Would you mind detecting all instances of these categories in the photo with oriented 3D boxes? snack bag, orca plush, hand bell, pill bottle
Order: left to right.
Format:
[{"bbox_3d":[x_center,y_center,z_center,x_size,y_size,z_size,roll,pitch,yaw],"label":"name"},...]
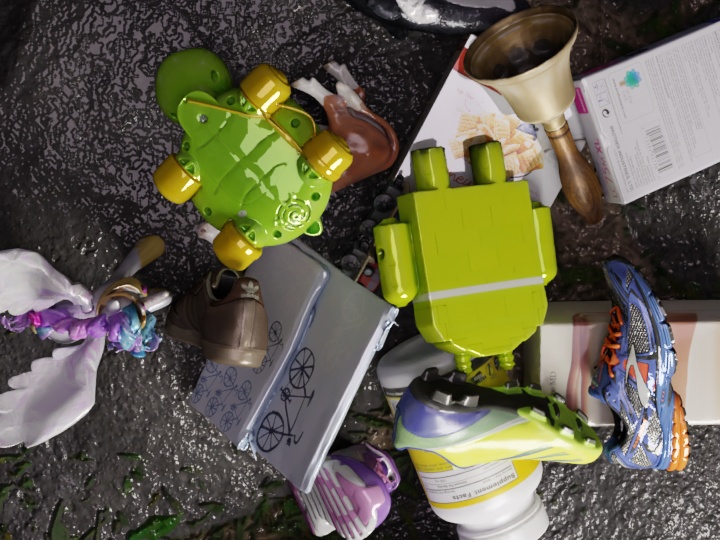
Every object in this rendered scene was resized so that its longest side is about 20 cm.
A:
[{"bbox_3d":[-0.065,0.078,1.346,0.021,0.200,0.190,19,100,-42],"label":"snack bag"},{"bbox_3d":[0.050,-0.241,1.362,0.198,0.071,0.106,4,55,-14],"label":"orca plush"},{"bbox_3d":[0.100,0.157,1.397,0.112,0.112,0.202,-22,101,1],"label":"pill bottle"},{"bbox_3d":[0.173,-0.118,1.330,0.103,0.104,0.201,-27,123,2],"label":"hand bell"}]

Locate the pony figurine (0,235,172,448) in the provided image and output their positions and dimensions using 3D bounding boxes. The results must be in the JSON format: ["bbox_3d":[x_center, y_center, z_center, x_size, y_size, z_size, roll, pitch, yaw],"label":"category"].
[{"bbox_3d":[-0.249,0.039,1.311,0.191,0.200,0.168,-21,101,1],"label":"pony figurine"}]

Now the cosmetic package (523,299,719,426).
[{"bbox_3d":[0.254,0.085,1.405,0.198,0.087,0.104,-2,101,-3],"label":"cosmetic package"}]

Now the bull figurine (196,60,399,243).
[{"bbox_3d":[-0.067,-0.099,1.365,0.199,0.065,0.122,-26,99,2],"label":"bull figurine"}]

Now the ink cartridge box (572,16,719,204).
[{"bbox_3d":[0.294,-0.152,1.373,0.199,0.042,0.120,-23,101,-13],"label":"ink cartridge box"}]

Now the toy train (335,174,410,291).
[{"bbox_3d":[0.000,0.000,1.375,0.045,0.034,0.201,23,118,-11],"label":"toy train"}]

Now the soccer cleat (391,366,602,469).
[{"bbox_3d":[0.117,0.141,1.320,0.199,0.065,0.084,15,117,-24],"label":"soccer cleat"}]

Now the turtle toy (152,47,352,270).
[{"bbox_3d":[-0.100,-0.106,1.285,0.146,0.101,0.200,-42,89,12],"label":"turtle toy"}]

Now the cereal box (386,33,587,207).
[{"bbox_3d":[0.112,-0.095,1.388,0.143,0.040,0.201,27,98,-8],"label":"cereal box"}]

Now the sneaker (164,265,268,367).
[{"bbox_3d":[-0.118,0.033,1.325,0.070,0.200,0.076,10,94,-23],"label":"sneaker"}]

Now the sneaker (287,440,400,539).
[{"bbox_3d":[-0.002,0.190,1.368,0.088,0.200,0.081,-22,88,-16],"label":"sneaker"}]

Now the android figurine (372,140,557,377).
[{"bbox_3d":[0.097,-0.010,1.326,0.181,0.041,0.202,-9,90,-29],"label":"android figurine"}]

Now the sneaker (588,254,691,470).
[{"bbox_3d":[0.235,0.085,1.324,0.078,0.075,0.202,-12,99,1],"label":"sneaker"}]
